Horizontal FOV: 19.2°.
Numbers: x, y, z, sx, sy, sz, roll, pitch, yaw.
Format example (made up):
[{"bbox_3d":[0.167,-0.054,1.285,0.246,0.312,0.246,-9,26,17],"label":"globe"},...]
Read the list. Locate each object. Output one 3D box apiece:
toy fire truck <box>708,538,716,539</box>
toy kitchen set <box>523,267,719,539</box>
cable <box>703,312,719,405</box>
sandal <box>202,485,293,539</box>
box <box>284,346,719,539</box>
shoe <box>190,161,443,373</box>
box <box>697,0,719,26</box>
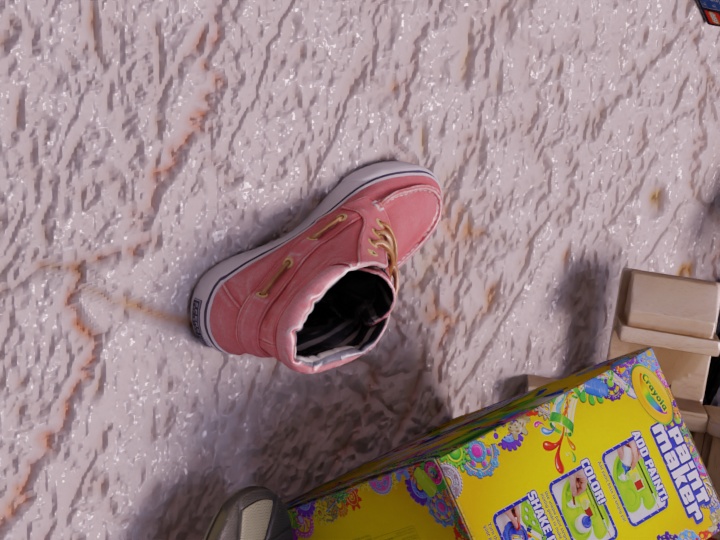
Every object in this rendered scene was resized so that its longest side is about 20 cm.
[{"bbox_3d":[0.327,0.194,1.656,0.199,0.049,0.142,-24,131,-24],"label":"toy fire truck"},{"bbox_3d":[0.210,0.097,1.394,0.180,0.199,0.164,-72,170,-82],"label":"toy kitchen set"},{"bbox_3d":[0.309,0.075,1.640,0.200,0.051,0.164,-40,128,-31],"label":"cable"},{"bbox_3d":[-0.096,0.217,1.272,0.080,0.057,0.202,-10,124,-49],"label":"sandal"},{"bbox_3d":[0.076,0.153,1.296,0.192,0.200,0.122,-23,88,-39],"label":"box"},{"bbox_3d":[0.000,0.000,1.270,0.200,0.091,0.072,-31,123,-35],"label":"shoe"},{"bbox_3d":[0.290,-0.289,1.515,0.200,0.040,0.137,-52,134,-21],"label":"box"}]
